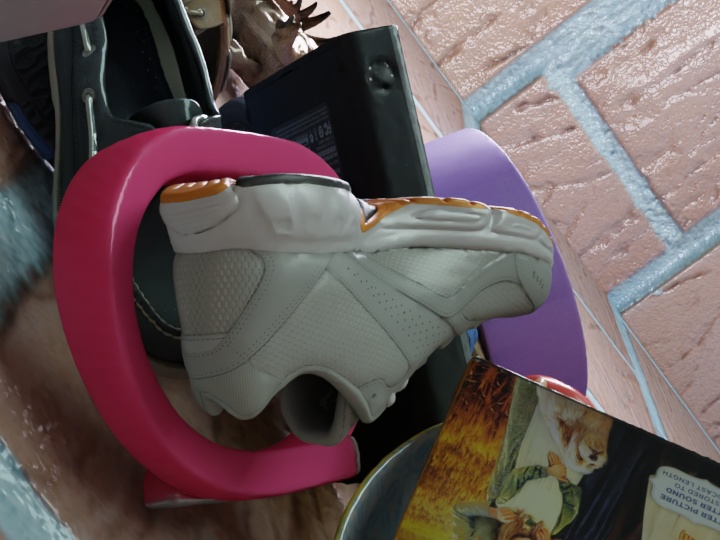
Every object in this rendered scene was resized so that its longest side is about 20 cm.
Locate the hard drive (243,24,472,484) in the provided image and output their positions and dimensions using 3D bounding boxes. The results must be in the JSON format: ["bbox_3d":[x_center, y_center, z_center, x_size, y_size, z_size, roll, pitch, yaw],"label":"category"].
[{"bbox_3d":[0.000,0.000,0.831,0.139,0.033,0.202,-14,-92,66],"label":"hard drive"}]

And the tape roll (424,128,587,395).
[{"bbox_3d":[0.074,0.013,1.157,0.200,0.065,0.202,159,-90,-77],"label":"tape roll"}]

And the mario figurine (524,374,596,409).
[{"bbox_3d":[0.060,0.115,0.955,0.106,0.124,0.200,36,21,6],"label":"mario figurine"}]

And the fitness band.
[{"bbox_3d":[-0.048,0.017,0.695,0.199,0.037,0.145,2,81,-61],"label":"fitness band"}]

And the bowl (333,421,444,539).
[{"bbox_3d":[0.073,0.168,0.720,0.201,0.198,0.108,61,-30,33],"label":"bowl"}]

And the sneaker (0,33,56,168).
[{"bbox_3d":[-0.101,-0.037,0.827,0.200,0.066,0.078,43,-29,-2],"label":"sneaker"}]

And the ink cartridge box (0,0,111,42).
[{"bbox_3d":[-0.185,-0.180,0.642,0.145,0.083,0.201,-22,73,-43],"label":"ink cartridge box"}]

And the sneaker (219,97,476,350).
[{"bbox_3d":[-0.008,-0.019,1.011,0.201,0.066,0.078,53,47,-1],"label":"sneaker"}]

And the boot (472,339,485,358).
[{"bbox_3d":[0.024,0.018,1.134,0.201,0.072,0.166,61,4,-6],"label":"boot"}]

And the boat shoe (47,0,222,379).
[{"bbox_3d":[-0.091,-0.053,0.748,0.072,0.062,0.202,-1,60,-26],"label":"boat shoe"}]

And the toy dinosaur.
[{"bbox_3d":[-0.060,-0.159,1.300,0.136,0.085,0.201,52,14,-52],"label":"toy dinosaur"}]

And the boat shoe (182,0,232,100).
[{"bbox_3d":[-0.104,-0.162,1.001,0.201,0.075,0.072,78,3,-56],"label":"boat shoe"}]

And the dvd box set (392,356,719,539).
[{"bbox_3d":[0.073,0.135,0.655,0.145,0.030,0.201,24,47,6],"label":"dvd box set"}]

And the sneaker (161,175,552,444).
[{"bbox_3d":[0.001,0.018,0.669,0.199,0.075,0.093,4,86,-47],"label":"sneaker"}]
